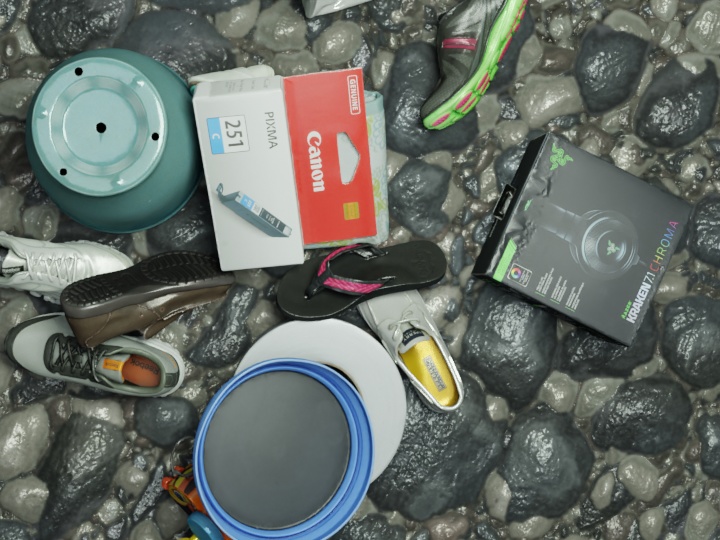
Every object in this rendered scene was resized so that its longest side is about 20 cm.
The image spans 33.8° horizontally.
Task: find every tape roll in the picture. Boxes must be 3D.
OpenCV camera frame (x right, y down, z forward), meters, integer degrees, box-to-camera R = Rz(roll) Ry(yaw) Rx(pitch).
[{"bbox_3d":[-0.050,0.152,1.321,0.197,0.066,0.204,0,91,-6],"label":"tape roll"}]

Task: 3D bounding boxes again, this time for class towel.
[{"bbox_3d":[-0.069,-0.106,1.293,0.196,0.048,0.174,-4,121,-2],"label":"towel"}]

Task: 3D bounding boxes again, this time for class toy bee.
[{"bbox_3d":[-0.166,0.252,1.306,0.130,0.108,0.203,-19,107,-35],"label":"toy bee"}]

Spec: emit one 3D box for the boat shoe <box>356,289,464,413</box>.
[{"bbox_3d":[0.054,0.072,1.325,0.070,0.070,0.202,-29,90,-5],"label":"boat shoe"}]

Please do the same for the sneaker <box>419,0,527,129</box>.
[{"bbox_3d":[0.117,-0.250,1.336,0.083,0.077,0.202,28,85,12],"label":"sneaker"}]

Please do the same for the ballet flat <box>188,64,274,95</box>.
[{"bbox_3d":[-0.092,-0.189,1.316,0.197,0.069,0.070,22,89,-12],"label":"ballet flat"}]

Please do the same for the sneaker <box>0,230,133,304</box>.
[{"bbox_3d":[-0.345,-0.002,1.285,0.196,0.081,0.077,7,88,-7],"label":"sneaker"}]

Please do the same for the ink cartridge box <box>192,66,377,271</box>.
[{"bbox_3d":[-0.074,-0.104,1.241,0.173,0.045,0.203,-6,120,0],"label":"ink cartridge box"}]

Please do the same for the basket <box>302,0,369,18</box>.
[{"bbox_3d":[0.017,-0.372,1.285,0.197,0.136,0.125,-19,90,-5],"label":"basket"}]

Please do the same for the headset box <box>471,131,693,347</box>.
[{"bbox_3d":[0.240,-0.037,1.331,0.198,0.093,0.176,26,88,-4],"label":"headset box"}]

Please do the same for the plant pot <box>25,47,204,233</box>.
[{"bbox_3d":[-0.262,-0.142,1.236,0.196,0.188,0.204,0,91,-5],"label":"plant pot"}]

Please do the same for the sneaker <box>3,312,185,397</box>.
[{"bbox_3d":[-0.290,0.093,1.291,0.197,0.079,0.075,11,92,-4],"label":"sneaker"}]

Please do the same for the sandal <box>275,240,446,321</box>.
[{"bbox_3d":[0.000,0.000,1.297,0.197,0.045,0.076,-15,61,-11],"label":"sandal"}]

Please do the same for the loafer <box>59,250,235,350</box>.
[{"bbox_3d":[-0.230,0.033,1.287,0.197,0.073,0.072,-13,125,-29],"label":"loafer"}]

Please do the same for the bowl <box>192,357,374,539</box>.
[{"bbox_3d":[-0.082,0.191,1.242,0.197,0.039,0.204,-1,93,-23],"label":"bowl"}]
